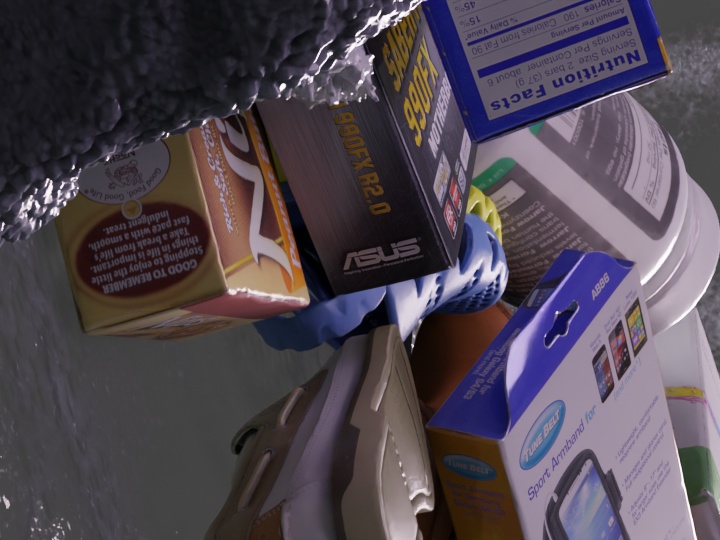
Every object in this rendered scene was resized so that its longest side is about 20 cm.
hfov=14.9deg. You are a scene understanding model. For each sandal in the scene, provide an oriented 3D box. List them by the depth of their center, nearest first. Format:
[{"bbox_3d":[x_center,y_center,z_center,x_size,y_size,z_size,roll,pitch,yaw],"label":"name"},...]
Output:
[{"bbox_3d":[0.000,0.000,1.131,0.200,0.079,0.087,16,61,-57],"label":"sandal"}]

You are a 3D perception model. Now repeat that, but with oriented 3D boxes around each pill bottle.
[{"bbox_3d":[0.081,-0.046,1.273,0.200,0.113,0.113,38,36,-47],"label":"pill bottle"}]

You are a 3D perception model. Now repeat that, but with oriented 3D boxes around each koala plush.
[{"bbox_3d":[-0.048,-0.111,0.788,0.200,0.184,0.177,-17,92,-79],"label":"koala plush"}]

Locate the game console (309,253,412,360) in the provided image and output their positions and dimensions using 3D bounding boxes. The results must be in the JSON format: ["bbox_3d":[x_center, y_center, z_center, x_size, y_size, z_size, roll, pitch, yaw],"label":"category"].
[{"bbox_3d":[-0.017,-0.055,1.273,0.177,0.031,0.200,-84,156,-47],"label":"game console"}]

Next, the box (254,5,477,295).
[{"bbox_3d":[-0.001,-0.110,1.027,0.200,0.048,0.158,-76,149,-58],"label":"box"}]

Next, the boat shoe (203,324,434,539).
[{"bbox_3d":[-0.014,0.071,1.001,0.200,0.068,0.075,-64,140,-77],"label":"boat shoe"}]

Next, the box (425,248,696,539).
[{"bbox_3d":[0.086,0.087,1.140,0.119,0.041,0.200,-49,135,-38],"label":"box"}]

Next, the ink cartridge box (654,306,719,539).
[{"bbox_3d":[0.109,0.108,1.346,0.200,0.145,0.088,-83,155,-63],"label":"ink cartridge box"}]

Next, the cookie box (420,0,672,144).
[{"bbox_3d":[0.033,-0.169,0.927,0.171,0.075,0.200,-96,166,-66],"label":"cookie box"}]

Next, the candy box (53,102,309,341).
[{"bbox_3d":[-0.077,-0.079,0.927,0.115,0.055,0.200,12,64,-77],"label":"candy box"}]

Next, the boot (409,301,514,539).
[{"bbox_3d":[0.025,0.076,1.176,0.155,0.077,0.200,47,44,-55],"label":"boot"}]
